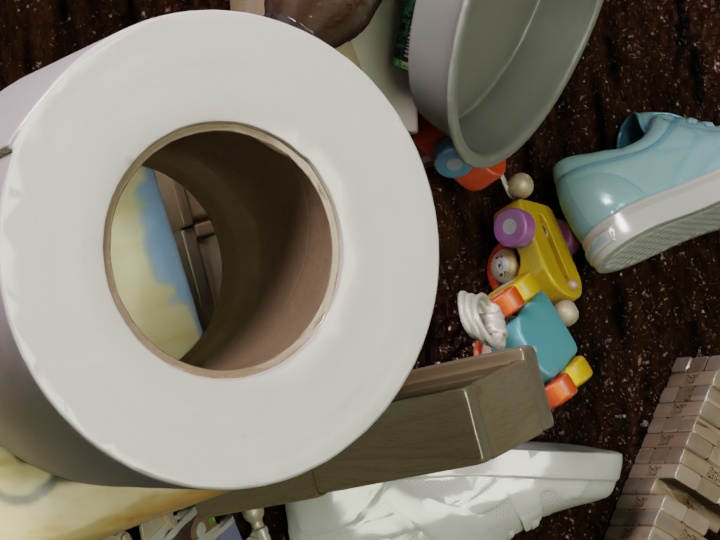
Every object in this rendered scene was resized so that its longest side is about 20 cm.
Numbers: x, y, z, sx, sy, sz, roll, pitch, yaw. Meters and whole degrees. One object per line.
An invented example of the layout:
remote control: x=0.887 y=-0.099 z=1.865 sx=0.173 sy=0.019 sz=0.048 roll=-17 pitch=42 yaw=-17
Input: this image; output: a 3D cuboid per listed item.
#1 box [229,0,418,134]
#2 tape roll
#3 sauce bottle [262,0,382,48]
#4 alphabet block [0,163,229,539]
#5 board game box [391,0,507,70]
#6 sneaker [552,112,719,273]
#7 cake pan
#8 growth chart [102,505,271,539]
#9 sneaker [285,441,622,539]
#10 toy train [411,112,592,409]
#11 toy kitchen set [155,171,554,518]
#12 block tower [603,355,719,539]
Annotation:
box: x=-0.023 y=-0.170 z=1.385 sx=0.077 sy=0.095 sz=0.202 roll=-1 pitch=85 yaw=-24
tape roll: x=-0.083 y=-0.005 z=1.107 sx=0.201 sy=0.139 sz=0.204 roll=2 pitch=85 yaw=-23
sauce bottle: x=-0.007 y=-0.165 z=1.306 sx=0.065 sy=0.065 sz=0.201 roll=33 pitch=74 yaw=-19
alphabet block: x=-0.201 y=0.047 z=1.232 sx=0.199 sy=0.196 sz=0.197 roll=-19 pitch=93 yaw=-24
board game box: x=0.080 y=-0.182 z=1.388 sx=0.200 sy=0.023 sz=0.105 roll=-34 pitch=139 yaw=-55
sneaker: x=0.198 y=-0.068 z=1.492 sx=0.199 sy=0.074 sz=0.082 roll=-19 pitch=71 yaw=-36
cake pan: x=0.083 y=-0.154 z=1.338 sx=0.037 sy=0.200 sz=0.201 roll=23 pitch=73 yaw=21
growth chart: x=-0.085 y=0.187 z=1.315 sx=0.200 sy=0.018 sz=0.146 roll=-13 pitch=88 yaw=-61
sneaker: x=0.053 y=0.155 z=1.412 sx=0.198 sy=0.074 sz=0.117 roll=-2 pitch=89 yaw=-15
toy train: x=0.066 y=-0.009 z=1.411 sx=0.150 sy=0.055 sz=0.201 roll=37 pitch=35 yaw=-37
toy kitchen set: x=0.000 y=0.000 z=1.303 sx=0.163 sy=0.179 sz=0.201 roll=-20 pitch=95 yaw=-58
block tower: x=0.186 y=0.143 z=1.478 sx=0.058 sy=0.054 sz=0.201 roll=31 pitch=74 yaw=-20
